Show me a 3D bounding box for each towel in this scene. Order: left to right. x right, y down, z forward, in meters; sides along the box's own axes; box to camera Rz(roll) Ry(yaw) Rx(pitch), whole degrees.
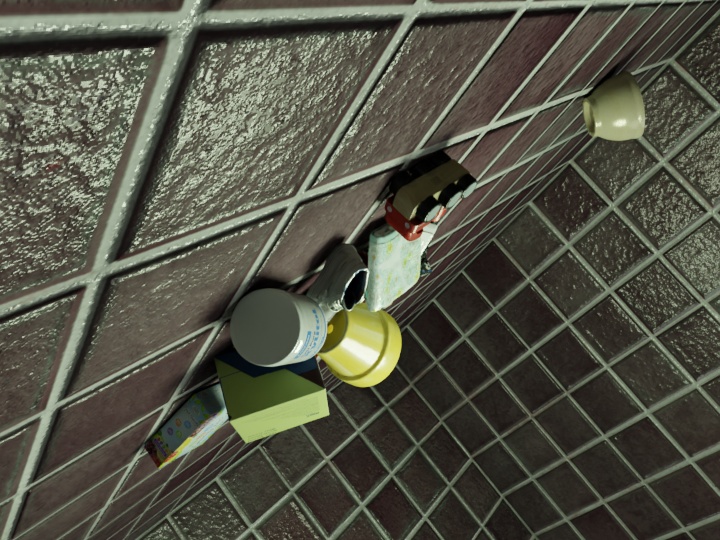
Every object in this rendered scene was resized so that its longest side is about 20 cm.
[{"bbox_3d":[0.076,-0.022,1.357,0.199,0.048,0.174,-31,126,-53],"label":"towel"}]

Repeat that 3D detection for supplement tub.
[{"bbox_3d":[-0.141,0.103,1.113,0.132,0.132,0.200,-41,170,4],"label":"supplement tub"}]

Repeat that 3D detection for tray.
[{"bbox_3d":[0.118,-0.035,1.563,0.106,0.022,0.202,8,121,-47],"label":"tray"}]

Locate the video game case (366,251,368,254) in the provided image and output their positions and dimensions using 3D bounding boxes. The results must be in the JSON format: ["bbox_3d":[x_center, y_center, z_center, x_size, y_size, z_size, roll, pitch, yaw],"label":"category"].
[{"bbox_3d":[0.000,0.000,1.507,0.200,0.017,0.143,-42,170,4],"label":"video game case"}]

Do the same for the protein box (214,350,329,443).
[{"bbox_3d":[-0.179,0.245,1.292,0.195,0.137,0.201,-17,154,-8],"label":"protein box"}]

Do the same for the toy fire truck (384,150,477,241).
[{"bbox_3d":[0.107,-0.119,1.204,0.175,0.129,0.201,-33,157,-36],"label":"toy fire truck"}]

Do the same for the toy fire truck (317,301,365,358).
[{"bbox_3d":[-0.054,0.165,1.719,0.167,0.112,0.201,-34,166,-31],"label":"toy fire truck"}]

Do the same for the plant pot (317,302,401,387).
[{"bbox_3d":[-0.029,0.163,1.492,0.201,0.202,0.188,-43,142,12],"label":"plant pot"}]

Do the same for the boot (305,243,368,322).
[{"bbox_3d":[-0.049,0.053,1.204,0.073,0.096,0.202,7,120,-34],"label":"boot"}]

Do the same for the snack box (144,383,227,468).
[{"bbox_3d":[-0.374,0.347,1.426,0.200,0.068,0.168,-44,169,17],"label":"snack box"}]

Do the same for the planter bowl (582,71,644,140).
[{"bbox_3d":[0.757,-0.484,1.873,0.132,0.204,0.200,-14,172,7],"label":"planter bowl"}]

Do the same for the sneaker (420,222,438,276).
[{"bbox_3d":[0.167,-0.052,1.636,0.200,0.112,0.073,-48,168,31],"label":"sneaker"}]

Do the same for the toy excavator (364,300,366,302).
[{"bbox_3d":[0.017,0.150,1.971,0.192,0.204,0.099,6,-159,35],"label":"toy excavator"}]

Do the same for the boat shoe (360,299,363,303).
[{"bbox_3d":[-0.011,0.055,1.623,0.199,0.057,0.067,-38,-155,3],"label":"boat shoe"}]

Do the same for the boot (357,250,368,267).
[{"bbox_3d":[-0.067,0.046,1.316,0.203,0.073,0.154,-37,167,-48],"label":"boot"}]

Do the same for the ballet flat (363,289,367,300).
[{"bbox_3d":[0.049,0.018,1.454,0.072,0.072,0.200,-48,176,33],"label":"ballet flat"}]
